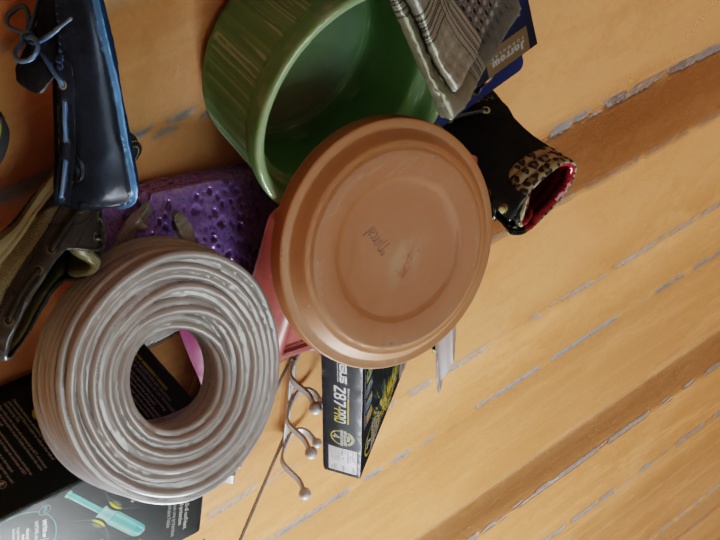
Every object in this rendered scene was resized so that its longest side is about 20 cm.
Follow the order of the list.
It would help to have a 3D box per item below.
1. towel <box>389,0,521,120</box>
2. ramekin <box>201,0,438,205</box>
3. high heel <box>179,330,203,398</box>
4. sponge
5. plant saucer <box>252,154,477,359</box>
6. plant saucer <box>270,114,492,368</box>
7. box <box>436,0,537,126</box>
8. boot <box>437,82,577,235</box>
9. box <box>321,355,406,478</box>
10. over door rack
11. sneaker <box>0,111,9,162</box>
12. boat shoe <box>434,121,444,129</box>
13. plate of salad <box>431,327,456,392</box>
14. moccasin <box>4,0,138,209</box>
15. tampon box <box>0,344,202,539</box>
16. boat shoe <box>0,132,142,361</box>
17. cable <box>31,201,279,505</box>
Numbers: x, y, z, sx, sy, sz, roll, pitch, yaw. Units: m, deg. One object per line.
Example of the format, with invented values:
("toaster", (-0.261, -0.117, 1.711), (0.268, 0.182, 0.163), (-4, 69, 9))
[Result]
("towel", (0.070, -0.244, 0.931), (0.201, 0.034, 0.194), (63, 39, -36))
("ramekin", (-0.028, -0.154, 0.986), (0.199, 0.098, 0.201), (-31, 145, -25))
("high heel", (-0.155, 0.091, 1.149), (0.095, 0.068, 0.201), (8, 132, -26))
("sponge", (-0.141, -0.023, 1.032), (0.199, 0.030, 0.113), (-16, 121, -41))
("plant saucer", (0.000, 0.000, 1.072), (0.198, 0.037, 0.201), (-17, 149, -27))
("plant saucer", (0.024, -0.020, 0.988), (0.198, 0.032, 0.203), (-9, 107, -30))
("box", (0.089, -0.222, 1.077), (0.121, 0.032, 0.201), (-37, 134, -18))
("boot", (0.080, -0.079, 1.145), (0.203, 0.154, 0.074), (-40, 147, -12))
("box", (0.006, 0.087, 1.270), (0.201, 0.048, 0.162), (91, 16, -47))
("over door rack", (-0.086, 0.190, 1.266), (0.200, 0.066, 0.149), (-51, 157, -43))
("sneaker", (-0.291, -0.027, 0.851), (0.201, 0.074, 0.081), (-54, 163, 15))
("boat shoe", (-0.013, -0.065, 1.097), (0.202, 0.075, 0.075), (-42, 167, 12))
("plate of salad", (0.072, 0.020, 1.262), (0.047, 0.202, 0.201), (0, 142, 6))
("moccasin", (-0.190, -0.128, 0.812), (0.067, 0.081, 0.202), (-10, 112, -7))
("tampon box", (-0.244, 0.173, 1.054), (0.199, 0.126, 0.151), (-23, 140, -35))
("boat shoe", (-0.212, -0.019, 0.893), (0.202, 0.066, 0.072), (-54, 176, -28))
("cable", (-0.148, 0.076, 0.959), (0.200, 0.069, 0.201), (-50, 122, -22))
